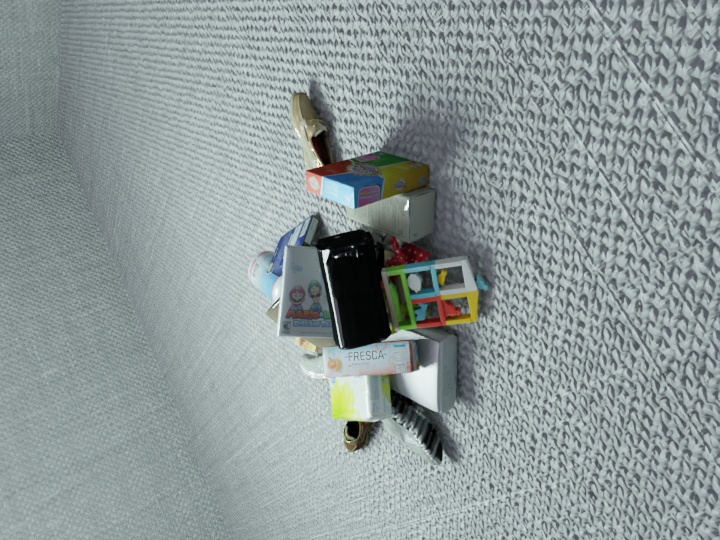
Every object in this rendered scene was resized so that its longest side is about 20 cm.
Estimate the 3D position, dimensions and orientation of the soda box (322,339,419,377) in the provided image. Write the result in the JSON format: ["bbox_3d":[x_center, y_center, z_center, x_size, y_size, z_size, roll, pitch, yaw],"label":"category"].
[{"bbox_3d":[0.022,0.182,1.228,0.193,0.068,0.066,-7,84,21],"label":"soda box"}]

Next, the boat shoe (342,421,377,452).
[{"bbox_3d":[-0.015,0.421,1.582,0.076,0.072,0.203,48,139,27],"label":"boat shoe"}]

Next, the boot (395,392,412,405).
[{"bbox_3d":[0.035,0.269,1.446,0.161,0.072,0.203,-25,92,57],"label":"boot"}]

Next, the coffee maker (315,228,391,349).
[{"bbox_3d":[-0.019,0.042,1.145,0.130,0.192,0.207,-8,104,15],"label":"coffee maker"}]

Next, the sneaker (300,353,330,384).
[{"bbox_3d":[-0.089,0.250,1.615,0.196,0.074,0.095,17,113,40],"label":"sneaker"}]

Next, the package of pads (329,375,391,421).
[{"bbox_3d":[-0.006,0.262,1.351,0.199,0.066,0.161,-25,66,59],"label":"package of pads"}]

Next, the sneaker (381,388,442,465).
[{"bbox_3d":[0.110,0.363,1.350,0.201,0.075,0.081,48,123,-1],"label":"sneaker"}]

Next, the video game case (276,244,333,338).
[{"bbox_3d":[-0.072,0.048,1.241,0.024,0.193,0.189,-150,65,-68],"label":"video game case"}]

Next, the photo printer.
[{"bbox_3d":[0.119,0.194,1.290,0.197,0.068,0.173,18,114,48],"label":"photo printer"}]

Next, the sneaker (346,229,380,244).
[{"bbox_3d":[0.000,0.000,1.366,0.129,0.078,0.205,23,133,57],"label":"sneaker"}]

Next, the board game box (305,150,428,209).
[{"bbox_3d":[0.014,-0.179,1.152,0.151,0.196,0.042,25,126,43],"label":"board game box"}]

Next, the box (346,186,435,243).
[{"bbox_3d":[0.058,-0.136,1.216,0.198,0.076,0.098,28,128,44],"label":"box"}]

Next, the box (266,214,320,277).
[{"bbox_3d":[-0.177,-0.058,1.549,0.198,0.032,0.124,-23,44,54],"label":"box"}]

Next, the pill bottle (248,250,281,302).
[{"bbox_3d":[-0.219,0.034,1.645,0.198,0.107,0.112,34,132,39],"label":"pill bottle"}]

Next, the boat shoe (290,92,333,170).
[{"bbox_3d":[-0.104,-0.314,1.366,0.068,0.073,0.207,-10,99,42],"label":"boat shoe"}]

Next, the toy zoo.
[{"bbox_3d":[0.146,0.044,1.134,0.193,0.021,0.135,-8,115,16],"label":"toy zoo"}]

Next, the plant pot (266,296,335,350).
[{"bbox_3d":[-0.088,0.085,1.341,0.174,0.201,0.199,46,143,-4],"label":"plant pot"}]

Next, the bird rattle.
[{"bbox_3d":[0.065,0.025,1.237,0.161,0.110,0.206,19,127,53],"label":"bird rattle"}]

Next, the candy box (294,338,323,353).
[{"bbox_3d":[-0.101,0.096,1.485,0.114,0.054,0.208,6,85,57],"label":"candy box"}]
